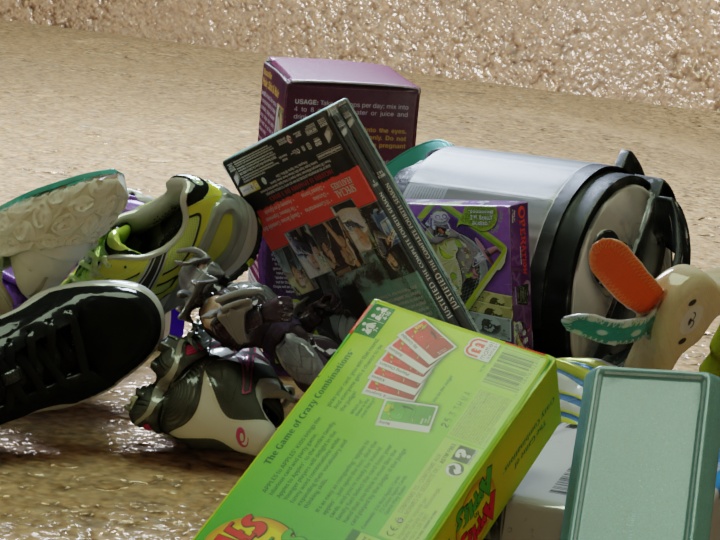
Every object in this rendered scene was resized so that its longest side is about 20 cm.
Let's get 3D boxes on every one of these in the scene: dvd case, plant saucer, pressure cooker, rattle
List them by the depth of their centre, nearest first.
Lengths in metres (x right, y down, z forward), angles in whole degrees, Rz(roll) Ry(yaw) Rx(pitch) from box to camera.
[{"bbox_3d":[0.124,0.125,1.070,0.070,0.019,0.201,3,51,13],"label":"plant saucer"},{"bbox_3d":[0.223,0.064,1.446,0.143,0.130,0.200,56,3,34],"label":"rattle"},{"bbox_3d":[0.000,0.000,1.448,0.022,0.200,0.146,-32,5,-30],"label":"dvd case"},{"bbox_3d":[0.121,0.011,1.571,0.199,0.177,0.178,8,15,31],"label":"pressure cooker"}]

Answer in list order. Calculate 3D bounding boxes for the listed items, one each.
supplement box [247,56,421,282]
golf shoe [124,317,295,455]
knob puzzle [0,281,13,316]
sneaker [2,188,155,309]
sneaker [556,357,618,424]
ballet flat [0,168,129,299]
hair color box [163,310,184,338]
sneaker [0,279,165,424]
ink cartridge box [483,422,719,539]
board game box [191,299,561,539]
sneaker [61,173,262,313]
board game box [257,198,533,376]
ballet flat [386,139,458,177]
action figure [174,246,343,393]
[{"bbox_3d":[-0.023,-0.051,1.755,0.103,0.201,0.131,3,12,-10],"label":"supplement box"},{"bbox_3d":[-0.084,0.076,1.474,0.088,0.077,0.200,28,14,3],"label":"golf shoe"},{"bbox_3d":[-0.308,0.018,1.401,0.219,0.220,0.031,4,50,-2],"label":"knob puzzle"},{"bbox_3d":[-0.213,0.002,1.540,0.199,0.081,0.089,-9,31,-15],"label":"sneaker"},{"bbox_3d":[0.147,0.103,1.379,0.199,0.076,0.105,12,14,28],"label":"sneaker"},{"bbox_3d":[-0.221,-0.006,1.441,0.199,0.072,0.072,-17,2,23],"label":"ballet flat"},{"bbox_3d":[-0.238,0.013,1.697,0.199,0.065,0.109,8,12,23],"label":"hair color box"},{"bbox_3d":[-0.209,0.068,1.361,0.199,0.073,0.112,-17,16,0],"label":"sneaker"},{"bbox_3d":[0.080,0.131,1.183,0.199,0.085,0.146,8,13,18],"label":"ink cartridge box"},{"bbox_3d":[0.003,0.107,1.083,0.101,0.048,0.200,17,49,26],"label":"board game box"},{"bbox_3d":[-0.159,0.008,1.475,0.076,0.200,0.075,45,6,-47],"label":"sneaker"},{"bbox_3d":[0.020,0.013,1.519,0.199,0.121,0.032,3,13,35],"label":"board game box"},{"bbox_3d":[0.004,-0.011,1.667,0.200,0.063,0.069,-43,42,-12],"label":"ballet flat"},{"bbox_3d":[-0.034,0.047,1.404,0.200,0.070,0.130,37,17,15],"label":"action figure"}]
